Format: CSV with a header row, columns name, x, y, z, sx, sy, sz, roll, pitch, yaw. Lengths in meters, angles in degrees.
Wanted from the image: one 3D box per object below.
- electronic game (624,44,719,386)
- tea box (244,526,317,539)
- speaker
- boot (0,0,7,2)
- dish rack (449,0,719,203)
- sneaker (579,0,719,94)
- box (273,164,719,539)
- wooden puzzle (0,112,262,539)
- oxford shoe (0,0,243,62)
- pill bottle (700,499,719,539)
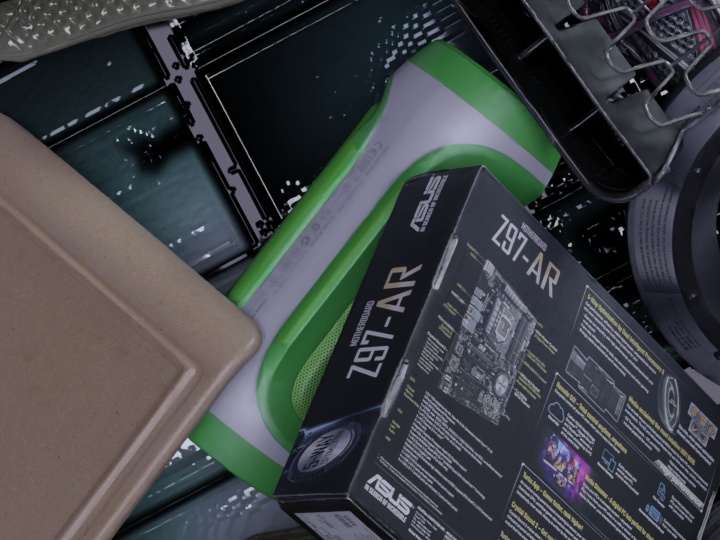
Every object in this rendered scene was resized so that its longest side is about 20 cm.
name,x,y,z,sx,sy,sz,roll,pitch,yaw
electronic game,0.214,-0.025,1.265,0.200,0.042,0.200,-1,118,-1
tea box,-0.047,0.235,1.217,0.197,0.134,0.200,-28,94,-27
speaker,0.000,0.000,1.263,0.088,0.088,0.200,38,92,-4
boot,-0.166,-0.184,1.173,0.211,0.079,0.158,-16,98,-7
dish rack,0.133,-0.140,1.174,0.200,0.055,0.153,-38,86,36
sneaker,0.116,-0.134,1.261,0.075,0.081,0.200,-41,95,4
box,0.066,0.079,1.209,0.200,0.044,0.160,43,56,-35
wooden puzzle,-0.161,0.055,1.256,0.185,0.037,0.200,39,90,27
oxford shoe,-0.123,-0.133,1.268,0.200,0.058,0.075,-6,100,13
pill bottle,0.195,0.154,1.221,0.113,0.200,0.113,0,93,-2
